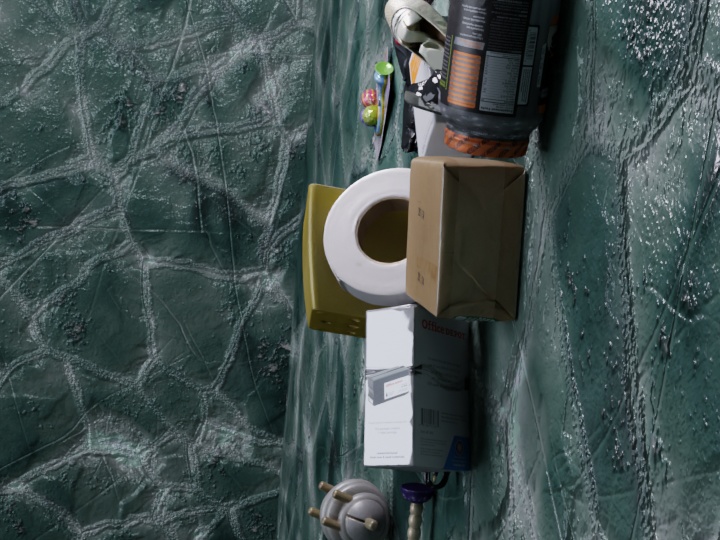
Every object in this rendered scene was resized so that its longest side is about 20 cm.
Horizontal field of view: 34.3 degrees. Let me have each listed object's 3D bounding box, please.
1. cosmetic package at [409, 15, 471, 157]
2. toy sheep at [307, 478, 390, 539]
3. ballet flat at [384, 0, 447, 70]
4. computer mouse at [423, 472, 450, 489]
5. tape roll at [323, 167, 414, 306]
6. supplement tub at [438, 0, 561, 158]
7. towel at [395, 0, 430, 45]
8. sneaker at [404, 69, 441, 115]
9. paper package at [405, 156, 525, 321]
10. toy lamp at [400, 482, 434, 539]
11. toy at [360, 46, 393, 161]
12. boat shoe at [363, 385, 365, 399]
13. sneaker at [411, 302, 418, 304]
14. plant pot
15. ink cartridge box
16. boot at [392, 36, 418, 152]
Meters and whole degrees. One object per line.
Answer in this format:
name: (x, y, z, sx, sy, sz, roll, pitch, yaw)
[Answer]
cosmetic package: (0.117, -0.249, 1.634, 0.102, 0.070, 0.203, 107, 163, -54)
toy sheep: (-0.011, 0.429, 2.040, 0.200, 0.135, 0.141, -168, 81, -74)
ballet flat: (0.090, -0.311, 1.563, 0.200, 0.062, 0.068, 41, 128, 29)
computer mouse: (0.109, 0.198, 1.608, 0.034, 0.058, 0.204, -22, 65, 60)
tape roll: (0.046, -0.047, 1.627, 0.037, 0.199, 0.206, 62, -157, -60)
supplement tub: (0.150, -0.233, 1.277, 0.123, 0.120, 0.204, -112, 27, -68)
towel: (0.108, -0.414, 1.683, 0.146, 0.022, 0.200, -58, 4, -13)
sneaker: (0.130, -0.246, 1.462, 0.198, 0.075, 0.116, 12, 92, 60)
paper package: (0.124, -0.043, 1.440, 0.200, 0.101, 0.195, -149, 61, -79)
toy lamp: (0.077, 0.421, 1.729, 0.058, 0.057, 0.204, -151, 63, -79)
toy: (0.026, -0.325, 2.282, 0.201, 0.046, 0.117, 105, 166, -51)
boat shoe: (0.047, 0.222, 1.914, 0.201, 0.069, 0.092, 118, 157, -64)
sneaker: (0.101, 0.090, 1.676, 0.201, 0.069, 0.084, 101, 157, -52)
plant pot: (0.000, 0.000, 1.767, 0.200, 0.196, 0.180, 109, 171, -74)
ink cartridge box: (0.075, 0.157, 1.521, 0.144, 0.083, 0.204, 18, -111, -54)
boot: (0.091, -0.281, 1.830, 0.199, 0.072, 0.165, -104, 13, -68)
